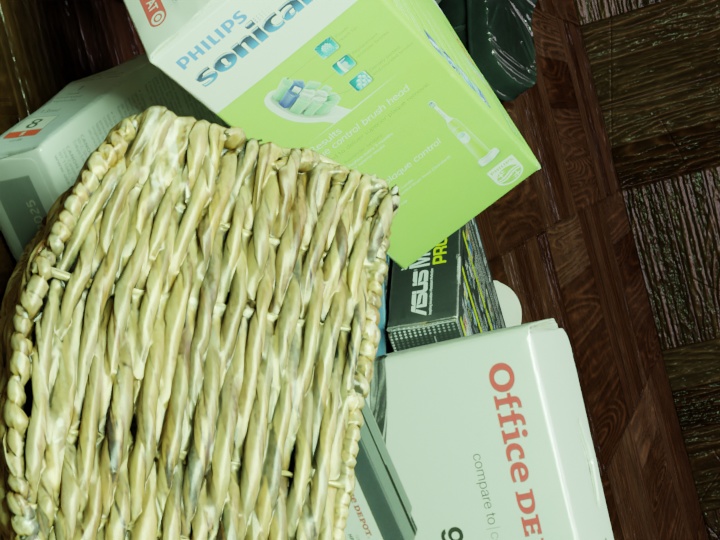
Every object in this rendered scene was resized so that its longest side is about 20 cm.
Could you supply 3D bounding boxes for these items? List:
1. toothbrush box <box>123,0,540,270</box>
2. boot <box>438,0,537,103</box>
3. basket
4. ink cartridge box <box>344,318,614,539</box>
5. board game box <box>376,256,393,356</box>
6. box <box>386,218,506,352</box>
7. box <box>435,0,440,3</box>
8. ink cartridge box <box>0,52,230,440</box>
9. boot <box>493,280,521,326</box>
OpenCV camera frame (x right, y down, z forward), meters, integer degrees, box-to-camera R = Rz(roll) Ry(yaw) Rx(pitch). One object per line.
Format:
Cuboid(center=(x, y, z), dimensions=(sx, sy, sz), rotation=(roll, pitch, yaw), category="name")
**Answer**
Cuboid(center=(-0.022, -0.112, 0.641), dimensions=(0.200, 0.086, 0.146), rotation=(39, 19, -51), category="toothbrush box")
Cuboid(center=(0.049, -0.160, 1.055), dimensions=(0.073, 0.162, 0.199), rotation=(33, 44, -33), category="boot")
Cuboid(center=(-0.084, 0.054, 0.587), dimensions=(0.149, 0.142, 0.201), rotation=(148, -46, -65), category="basket")
Cuboid(center=(0.014, 0.115, 0.714), dimensions=(0.084, 0.199, 0.145), rotation=(0, 76, -73), category="ink cartridge box")
Cuboid(center=(0.000, 0.000, 0.918), dimensions=(0.200, 0.047, 0.152), rotation=(-75, 164, -70), category="board game box")
Cuboid(center=(0.066, 0.060, 0.926), dimensions=(0.161, 0.044, 0.201), rotation=(-82, 158, -53), category="box")
Cuboid(center=(-0.040, -0.235, 0.936), dimensions=(0.158, 0.050, 0.200), rotation=(46, 11, 18), category="box")
Cuboid(center=(-0.085, -0.028, 0.702), dimensions=(0.200, 0.050, 0.163), rotation=(-54, 129, -53), category="ink cartridge box")
Cuboid(center=(0.075, 0.110, 1.135), dimensions=(0.090, 0.072, 0.201), rotation=(116, -2, -61), category="boot")
